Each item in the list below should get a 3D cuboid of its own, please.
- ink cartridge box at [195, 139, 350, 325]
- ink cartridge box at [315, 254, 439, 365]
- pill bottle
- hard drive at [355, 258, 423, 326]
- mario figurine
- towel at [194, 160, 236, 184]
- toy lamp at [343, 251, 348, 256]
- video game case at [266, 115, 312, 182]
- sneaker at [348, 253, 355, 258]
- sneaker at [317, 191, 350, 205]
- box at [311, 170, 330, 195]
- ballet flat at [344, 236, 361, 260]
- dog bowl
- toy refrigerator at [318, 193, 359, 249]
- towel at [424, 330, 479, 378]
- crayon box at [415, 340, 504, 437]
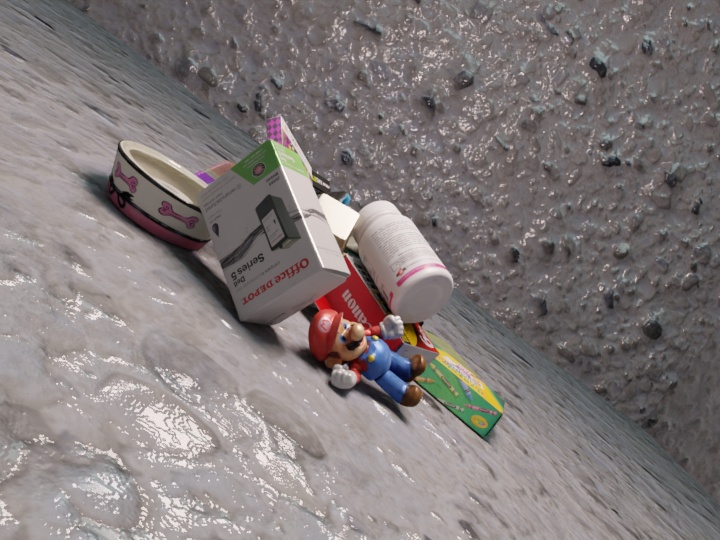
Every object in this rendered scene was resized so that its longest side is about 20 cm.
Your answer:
[{"bbox_3d":[-0.122,-0.049,0.842,0.084,0.144,0.203,17,46,-64],"label":"ink cartridge box"},{"bbox_3d":[0.018,0.080,1.037,0.174,0.084,0.201,23,27,-54],"label":"ink cartridge box"},{"bbox_3d":[0.064,-0.020,1.036,0.112,0.113,0.202,26,25,-46],"label":"pill bottle"},{"bbox_3d":[0.020,0.053,1.230,0.138,0.033,0.201,-8,48,-44],"label":"hard drive"},{"bbox_3d":[0.016,0.116,0.869,0.198,0.107,0.124,31,13,-22],"label":"mario figurine"},{"bbox_3d":[-0.255,-0.141,1.160,0.142,0.023,0.200,36,37,9],"label":"towel"},{"bbox_3d":[0.000,0.000,1.204,0.198,0.059,0.058,37,9,11],"label":"toy lamp"},{"bbox_3d":[-0.130,-0.158,1.175,0.182,0.035,0.204,57,24,-62],"label":"video game case"},{"bbox_3d":[-0.002,0.037,1.345,0.079,0.076,0.201,22,26,-15],"label":"sneaker"},{"bbox_3d":[-0.049,-0.080,1.332,0.073,0.080,0.205,39,39,-72],"label":"sneaker"},{"bbox_3d":[-0.196,-0.183,1.368,0.199,0.190,0.049,24,50,-54],"label":"box"},{"bbox_3d":[0.049,-0.030,1.170,0.198,0.064,0.068,31,10,-18],"label":"ballet flat"},{"bbox_3d":[-0.295,-0.110,0.938,0.198,0.074,0.200,36,9,-7],"label":"dog bowl"},{"bbox_3d":[-0.070,-0.039,1.094,0.075,0.071,0.201,29,-33,0],"label":"toy refrigerator"},{"bbox_3d":[0.173,0.187,1.351,0.199,0.037,0.148,28,13,-47],"label":"towel"},{"bbox_3d":[0.174,0.213,1.147,0.199,0.059,0.119,39,9,12],"label":"crayon box"}]
